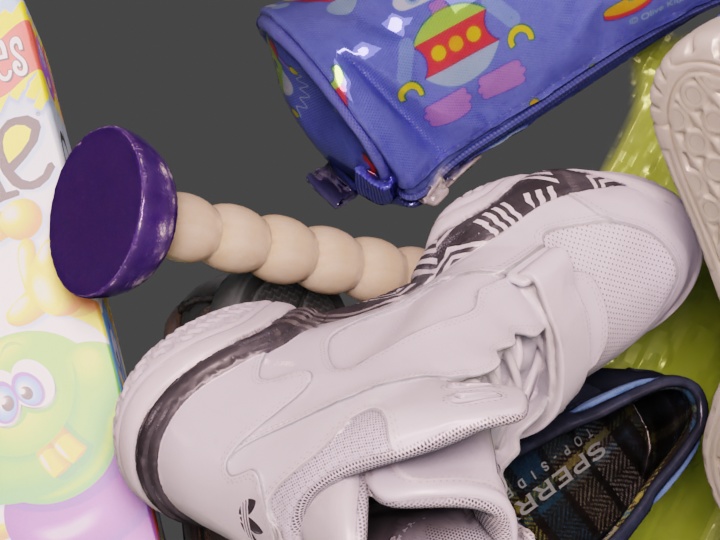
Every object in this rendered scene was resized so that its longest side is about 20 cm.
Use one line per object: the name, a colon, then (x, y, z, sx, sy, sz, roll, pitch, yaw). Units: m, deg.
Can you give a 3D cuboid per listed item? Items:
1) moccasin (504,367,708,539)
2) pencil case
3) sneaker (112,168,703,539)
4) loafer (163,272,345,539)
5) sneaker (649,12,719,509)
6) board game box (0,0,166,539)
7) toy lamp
moccasin: (0.033, 0.086, 0.740, 0.081, 0.068, 0.200, 49, 58, -6)
pencil case: (0.063, -0.095, 0.802, 0.199, 0.078, 0.087, -31, 83, -7)
sneaker: (0.038, 0.038, 0.684, 0.199, 0.115, 0.075, -21, 122, -24)
loafer: (-0.026, 0.098, 0.783, 0.072, 0.063, 0.201, -1, 81, -40)
sneaker: (0.154, 0.002, 0.738, 0.111, 0.077, 0.201, -34, 115, -41)
board game box: (-0.130, 0.025, 0.759, 0.104, 0.103, 0.201, -15, 81, -5)
toy lamp: (0.000, 0.000, 0.749, 0.199, 0.058, 0.059, 10, 78, -38)
